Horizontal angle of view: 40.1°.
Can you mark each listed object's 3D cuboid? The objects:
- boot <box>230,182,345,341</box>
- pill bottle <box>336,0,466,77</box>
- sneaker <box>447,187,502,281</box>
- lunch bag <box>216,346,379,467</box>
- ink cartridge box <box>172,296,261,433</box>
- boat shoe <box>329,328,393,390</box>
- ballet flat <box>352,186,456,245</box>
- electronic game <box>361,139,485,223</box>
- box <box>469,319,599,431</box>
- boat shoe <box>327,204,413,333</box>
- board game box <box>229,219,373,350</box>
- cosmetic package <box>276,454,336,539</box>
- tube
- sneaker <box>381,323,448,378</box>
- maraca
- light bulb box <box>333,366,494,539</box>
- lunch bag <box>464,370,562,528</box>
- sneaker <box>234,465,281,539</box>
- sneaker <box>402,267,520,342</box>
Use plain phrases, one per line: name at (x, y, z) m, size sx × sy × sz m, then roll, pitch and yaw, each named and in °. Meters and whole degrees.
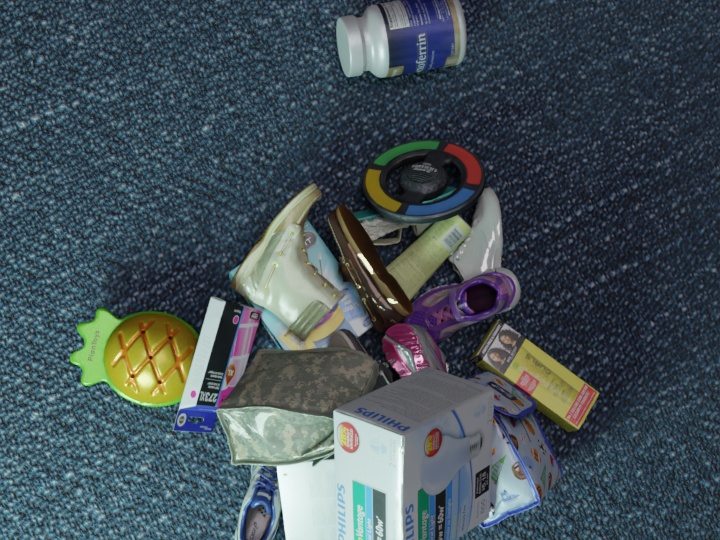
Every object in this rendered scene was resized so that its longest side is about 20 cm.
boot at (-0.081, -0.013, 1.485) m, size 0.154 × 0.072 × 0.201 m, roll 36°, pitch 86°, yaw 1°
pill bottle at (0.065, -0.379, 1.606) m, size 0.196 × 0.116 × 0.118 m, roll -12°, pitch 81°, yaw -9°
sneaker at (0.183, -0.034, 1.583) m, size 0.086 × 0.075 × 0.205 m, roll 1°, pitch 80°, yaw 4°
lunch bag at (-0.077, 0.193, 1.406) m, size 0.196 × 0.165 × 0.120 m, roll -4°, pitch 116°, yaw 21°
ink cartridge box at (-0.211, 0.145, 1.458) m, size 0.037 × 0.094 × 0.204 m, roll 17°, pitch 89°, yaw 31°
boat shoe at (0.018, 0.168, 1.505) m, size 0.062 × 0.072 × 0.202 m, roll -37°, pitch 106°, yaw -34°
ballet flat at (0.067, -0.081, 1.583) m, size 0.196 × 0.072 × 0.073 m, roll -16°, pitch 81°, yaw -9°
electronic game at (0.099, -0.143, 1.555) m, size 0.195 × 0.042 × 0.202 m, roll -5°, pitch 42°, yaw 5°
box at (0.275, 0.168, 1.563) m, size 0.199 × 0.050 × 0.076 m, roll 37°, pitch 75°, yaw 0°
boat shoe at (0.000, 0.000, 1.502) m, size 0.070 × 0.070 × 0.202 m, roll -34°, pitch 81°, yaw 23°
board game box at (-0.088, 0.045, 1.537) m, size 0.150 × 0.047 × 0.201 m, roll -36°, pitch 86°, yaw -13°
cosmetic package at (-0.036, 0.358, 1.428) m, size 0.147 × 0.052 × 0.204 m, roll -5°, pitch 102°, yaw 5°
tube at (0.090, -0.012, 1.564) m, size 0.200 × 0.052 × 0.058 m, roll -46°, pitch 47°, yaw 4°
sneaker at (0.103, 0.169, 1.498) m, size 0.080 × 0.088 × 0.204 m, roll -13°, pitch 95°, yaw 29°
maraca at (-0.326, 0.126, 1.456) m, size 0.196 × 0.107 × 0.140 m, roll 12°, pitch 78°, yaw -5°
light bulb box at (0.073, 0.262, 1.326) m, size 0.198 × 0.123 × 0.203 m, roll -18°, pitch 113°, yaw -46°
lunch bag at (0.206, 0.250, 1.466) m, size 0.123 × 0.169 × 0.203 m, roll -29°, pitch 80°, yaw 20°
sneaker at (-0.134, 0.325, 1.455) m, size 0.074 × 0.088 × 0.204 m, roll 13°, pitch 76°, yaw -4°
sneaker at (0.148, 0.057, 1.520) m, size 0.197 × 0.088 × 0.082 m, roll -25°, pitch 89°, yaw 17°
